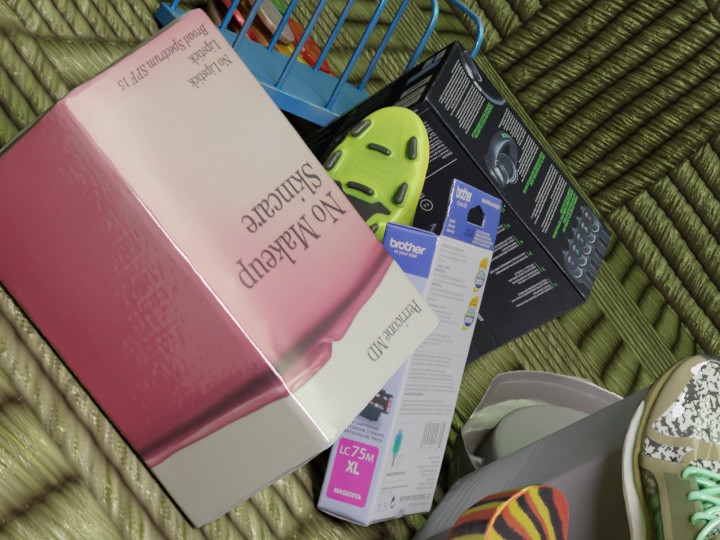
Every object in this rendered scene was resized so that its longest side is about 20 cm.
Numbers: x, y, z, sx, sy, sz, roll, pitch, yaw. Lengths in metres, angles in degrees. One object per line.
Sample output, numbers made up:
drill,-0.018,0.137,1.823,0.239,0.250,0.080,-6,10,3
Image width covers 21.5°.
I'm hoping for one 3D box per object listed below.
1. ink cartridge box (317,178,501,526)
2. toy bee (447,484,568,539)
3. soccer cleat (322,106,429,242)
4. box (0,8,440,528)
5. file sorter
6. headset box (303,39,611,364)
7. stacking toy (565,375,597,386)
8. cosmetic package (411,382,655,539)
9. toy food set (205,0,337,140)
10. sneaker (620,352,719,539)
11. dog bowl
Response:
ink cartridge box,0.032,0.046,1.119,0.042,0.202,0.119,16,2,19
toy bee,0.068,0.208,0.977,0.108,0.131,0.201,10,50,-36
soccer cleat,-0.001,0.000,1.154,0.064,0.202,0.084,12,-5,18
box,-0.078,-0.002,0.916,0.200,0.109,0.128,51,39,-5
file sorter,-0.026,-0.186,1.438,0.199,0.123,0.139,21,16,-33
headset box,0.057,-0.030,1.356,0.200,0.174,0.093,49,36,-15
stacking toy,0.148,0.140,1.493,0.086,0.085,0.200,54,17,4
cosmetic package,0.136,0.151,1.116,0.107,0.200,0.090,52,42,-5
toy food set,-0.062,-0.168,1.608,0.198,0.049,0.200,49,14,-19
sneaker,0.181,0.140,0.975,0.076,0.202,0.089,14,-15,-20
dog bowl,0.150,0.156,1.317,0.198,0.059,0.201,18,32,-12
